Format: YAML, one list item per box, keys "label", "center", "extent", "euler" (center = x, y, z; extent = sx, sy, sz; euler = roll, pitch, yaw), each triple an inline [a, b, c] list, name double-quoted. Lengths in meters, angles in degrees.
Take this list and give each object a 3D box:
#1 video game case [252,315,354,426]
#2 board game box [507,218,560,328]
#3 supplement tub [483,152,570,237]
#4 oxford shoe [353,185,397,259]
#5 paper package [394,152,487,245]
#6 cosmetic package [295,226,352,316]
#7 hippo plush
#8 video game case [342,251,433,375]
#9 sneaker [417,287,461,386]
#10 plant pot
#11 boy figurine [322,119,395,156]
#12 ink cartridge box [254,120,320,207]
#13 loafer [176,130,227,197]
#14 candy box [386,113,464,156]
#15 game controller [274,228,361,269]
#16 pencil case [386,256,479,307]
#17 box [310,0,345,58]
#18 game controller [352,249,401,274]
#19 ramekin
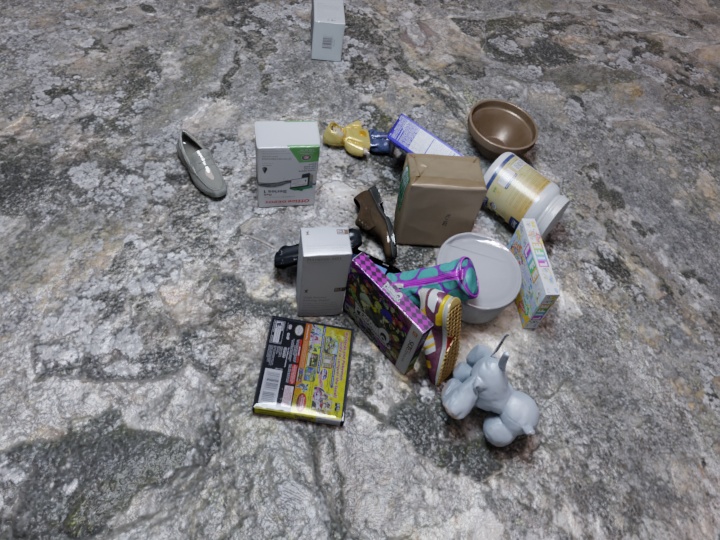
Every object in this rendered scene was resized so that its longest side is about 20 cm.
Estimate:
- label: "video game case"
  center: [-0.108, 0.195, 1.094]
  extent: [0.174, 0.026, 0.205]
  euler: [9, 53, -3]
- label: "board game box"
  center: [0.380, 0.006, 1.244]
  extent: [0.033, 0.136, 0.205]
  euler: [1, 54, -9]
- label: "supplement tub"
  center: [0.403, -0.181, 1.373]
  extent: [0.199, 0.146, 0.143]
  euler: [41, 58, 19]
- label: "oxford shoe"
  center: [0.033, -0.103, 1.310]
  extent: [0.082, 0.073, 0.204]
  euler: [-20, 57, -3]
- label: "paper package"
  center: [0.178, -0.158, 1.284]
  extent: [0.184, 0.203, 0.106]
  euler: [1, 53, -7]
- label: "cosmetic package"
  center: [-0.078, 0.006, 1.121]
  extent: [0.098, 0.203, 0.076]
  euler: [-3, 54, -11]
- label: "hippo plush"
  center: [0.267, 0.237, 1.060]
  extent: [0.160, 0.201, 0.160]
  euler: [42, 24, -2]
- label: "video game case"
  center: [0.047, 0.089, 1.095]
  extent: [0.035, 0.183, 0.200]
  euler: [-33, 68, -28]
- label: "sneaker"
  center: [0.146, 0.130, 1.097]
  extent: [0.088, 0.206, 0.074]
  euler: [22, 31, 34]
- label: "plant pot"
  center: [0.385, -0.375, 1.538]
  extent: [0.194, 0.094, 0.206]
  euler: [5, 55, -7]
- label: "boy figurine"
  center: [-0.004, -0.360, 1.479]
  extent: [0.193, 0.065, 0.128]
  euler: [7, 57, -9]
- label: "ink cartridge box"
  center: [-0.172, -0.243, 1.283]
  extent: [0.141, 0.202, 0.087]
  euler: [-5, 58, -12]
- label: "loafer"
  center: [-0.387, -0.257, 1.334]
  extent: [0.069, 0.071, 0.200]
  euler: [-31, 65, -28]
- label: "candy box"
  center: [0.179, -0.296, 1.402]
  extent: [0.198, 0.168, 0.078]
  euler: [39, 100, 15]
- label: "game controller"
  center: [-0.092, -0.048, 1.200]
  extent: [0.193, 0.104, 0.044]
  euler: [-13, 100, 3]
- label: "pencil case"
  center: [0.142, 0.031, 1.129]
  extent: [0.091, 0.195, 0.088]
  euler: [19, 63, -50]
- label: "box"
  center: [-0.104, -0.767, 1.709]
  extent: [0.094, 0.126, 0.205]
  euler: [1, 55, -9]
- label: "game controller"
  center: [0.000, 0.000, 1.239]
  extent: [0.195, 0.043, 0.106]
  euler: [26, 55, 8]
- label: "ramekin"
  center: [0.253, 0.023, 1.235]
  extent: [0.195, 0.095, 0.208]
  euler: [4, 55, -6]
